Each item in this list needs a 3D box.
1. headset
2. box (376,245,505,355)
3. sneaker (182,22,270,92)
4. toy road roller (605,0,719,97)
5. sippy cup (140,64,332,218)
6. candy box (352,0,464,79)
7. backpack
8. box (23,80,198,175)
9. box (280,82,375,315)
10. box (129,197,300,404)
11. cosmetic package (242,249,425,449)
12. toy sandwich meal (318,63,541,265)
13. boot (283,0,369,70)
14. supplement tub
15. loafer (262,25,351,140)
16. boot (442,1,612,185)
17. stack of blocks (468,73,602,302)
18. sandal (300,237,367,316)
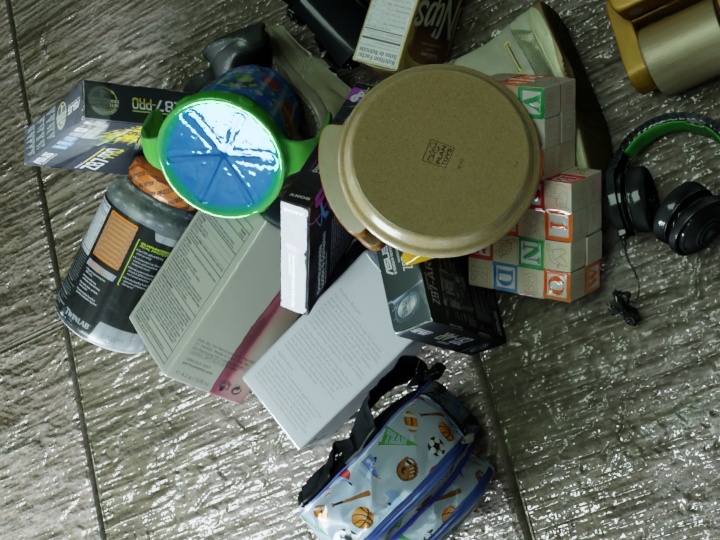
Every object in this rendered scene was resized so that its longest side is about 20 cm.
[{"bbox_3d":[0.284,-0.049,1.397,0.123,0.094,0.201,19,76,33],"label":"headset"},{"bbox_3d":[0.070,-0.026,1.458,0.043,0.160,0.201,-21,71,27],"label":"box"},{"bbox_3d":[-0.132,-0.203,1.634,0.091,0.076,0.200,62,158,8],"label":"sneaker"},{"bbox_3d":[0.276,-0.276,1.387,0.123,0.146,0.201,-23,69,26],"label":"toy road roller"},{"bbox_3d":[-0.123,-0.143,1.519,0.177,0.130,0.140,32,124,-6],"label":"sippy cup"},{"bbox_3d":[0.065,-0.291,1.536,0.056,0.117,0.201,18,91,24],"label":"candy box"},{"bbox_3d":[0.029,0.202,1.420,0.154,0.190,0.200,41,103,13],"label":"backpack"},{"bbox_3d":[-0.265,-0.154,1.646,0.200,0.161,0.049,-20,68,57],"label":"box"},{"bbox_3d":[-0.028,-0.073,1.481,0.036,0.143,0.200,15,45,13],"label":"box"},{"bbox_3d":[-0.137,0.018,1.587,0.200,0.109,0.128,-55,38,11],"label":"box"},{"bbox_3d":[-0.015,0.079,1.520,0.200,0.071,0.102,-45,76,23],"label":"cosmetic package"},{"bbox_3d":[0.066,-0.092,1.362,0.204,0.070,0.206,-1,74,3],"label":"toy sandwich meal"},{"bbox_3d":[-0.037,-0.300,1.617,0.168,0.200,0.076,45,114,-6],"label":"boot"},{"bbox_3d":[-0.250,-0.019,1.664,0.122,0.122,0.200,38,108,31],"label":"supplement tub"},{"bbox_3d":[-0.062,-0.205,1.630,0.200,0.068,0.076,56,148,41],"label":"loafer"},{"bbox_3d":[0.156,-0.147,1.482,0.154,0.072,0.201,-27,68,27],"label":"boot"},{"bbox_3d":[0.164,-0.080,1.407,0.115,0.058,0.201,10,110,37],"label":"stack of blocks"},{"bbox_3d":[0.000,0.001,1.564,0.200,0.043,0.076,-46,61,16],"label":"sandal"}]
